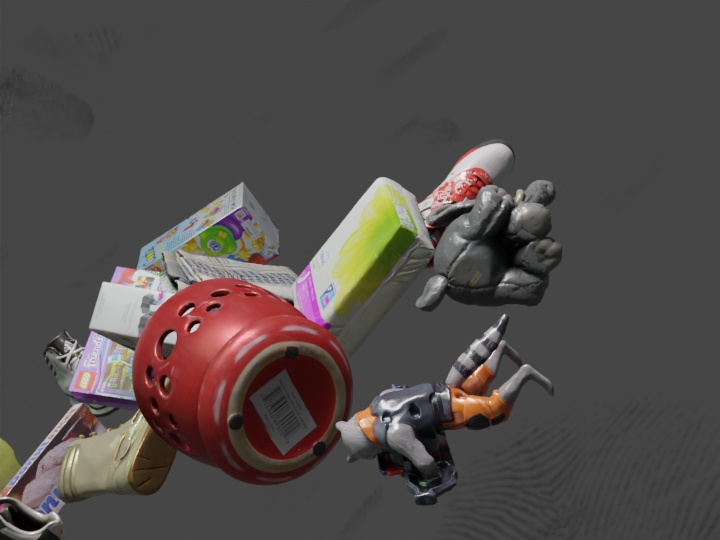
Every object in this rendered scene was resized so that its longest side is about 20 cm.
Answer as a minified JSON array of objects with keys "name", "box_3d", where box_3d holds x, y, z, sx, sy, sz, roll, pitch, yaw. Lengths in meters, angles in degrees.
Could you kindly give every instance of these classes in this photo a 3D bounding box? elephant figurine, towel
[{"name":"elephant figurine","box_3d":[0.144,-0.032,1.267,0.200,0.155,0.142,-99,21,-77]},{"name":"towel","box_3d":[-0.166,0.009,1.550,0.193,0.200,0.035,-136,56,-67]}]

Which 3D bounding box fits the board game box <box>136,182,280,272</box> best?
[{"name":"board game box","box_3d":[-0.237,-0.029,1.800,0.200,0.103,0.105,-32,23,9]}]

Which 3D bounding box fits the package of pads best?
[{"name":"package of pads","box_3d":[0.000,0.000,1.371,0.200,0.068,0.155,-51,23,18]}]

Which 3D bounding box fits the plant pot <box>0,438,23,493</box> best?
[{"name":"plant pot","box_3d":[-0.533,0.306,1.483,0.200,0.201,0.184,-14,19,42]}]

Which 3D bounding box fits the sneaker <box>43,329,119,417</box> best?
[{"name":"sneaker","box_3d":[-0.403,0.146,1.674,0.200,0.115,0.076,-5,37,51]}]

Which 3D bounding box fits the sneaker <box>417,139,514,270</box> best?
[{"name":"sneaker","box_3d":[0.122,-0.077,1.433,0.201,0.067,0.108,-37,23,6]}]

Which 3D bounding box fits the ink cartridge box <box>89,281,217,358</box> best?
[{"name":"ink cartridge box","box_3d":[-0.225,0.074,1.458,0.200,0.115,0.068,9,75,24]}]

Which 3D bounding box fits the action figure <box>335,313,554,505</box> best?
[{"name":"action figure","box_3d":[0.065,0.118,1.085,0.193,0.105,0.200,-27,24,-3]}]

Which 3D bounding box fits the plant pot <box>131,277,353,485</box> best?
[{"name":"plant pot","box_3d":[-0.116,0.119,1.222,0.200,0.200,0.182,-45,31,-20]}]

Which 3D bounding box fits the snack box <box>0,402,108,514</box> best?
[{"name":"snack box","box_3d":[-0.402,0.267,1.490,0.024,0.072,0.200,-13,32,42]}]

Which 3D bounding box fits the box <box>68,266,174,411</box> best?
[{"name":"box","box_3d":[-0.299,0.093,1.574,0.137,0.039,0.200,7,60,15]}]

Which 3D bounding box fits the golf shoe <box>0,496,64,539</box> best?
[{"name":"golf shoe","box_3d":[-0.443,0.291,1.347,0.077,0.200,0.088,-87,15,-53]}]

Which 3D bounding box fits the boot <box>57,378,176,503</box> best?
[{"name":"boot","box_3d":[-0.287,0.205,1.448,0.155,0.073,0.200,-16,37,34]}]
